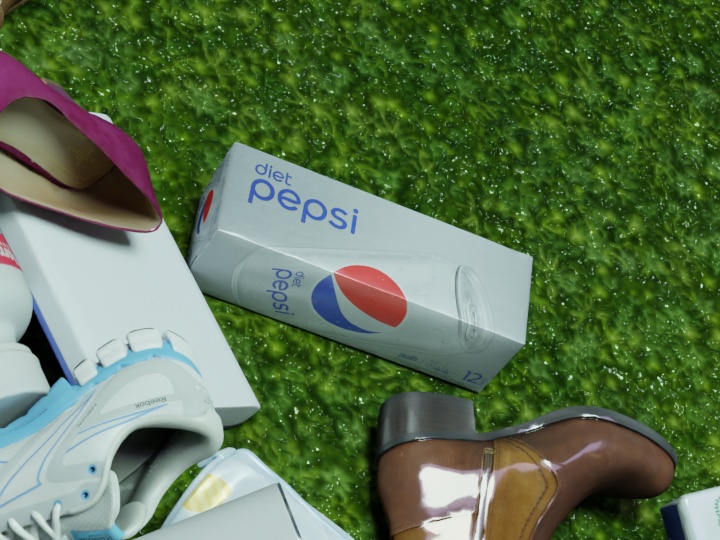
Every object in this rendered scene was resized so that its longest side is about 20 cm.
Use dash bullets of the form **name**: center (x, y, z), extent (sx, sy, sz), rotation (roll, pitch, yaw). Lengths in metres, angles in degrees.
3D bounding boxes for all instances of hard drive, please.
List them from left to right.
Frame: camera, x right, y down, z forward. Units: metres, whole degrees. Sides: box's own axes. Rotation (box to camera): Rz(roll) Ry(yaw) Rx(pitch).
- **hard drive**: center (-0.142, -0.003, 1.211), extent (0.132, 0.025, 0.201), rotation (3, 53, -58)

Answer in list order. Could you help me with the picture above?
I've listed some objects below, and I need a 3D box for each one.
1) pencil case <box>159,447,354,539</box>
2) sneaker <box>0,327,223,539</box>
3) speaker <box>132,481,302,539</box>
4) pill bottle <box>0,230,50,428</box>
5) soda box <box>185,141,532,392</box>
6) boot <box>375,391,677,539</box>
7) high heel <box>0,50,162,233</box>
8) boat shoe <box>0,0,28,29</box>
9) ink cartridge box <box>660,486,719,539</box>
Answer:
- **pencil case**: center (-0.014, 0.175, 1.128), extent (0.199, 0.091, 0.083), rotation (32, 27, 14)
- **sneaker**: center (-0.152, 0.113, 1.071), extent (0.200, 0.075, 0.087), rotation (-39, 40, -3)
- **speaker**: center (-0.117, 0.174, 1.050), extent (0.198, 0.081, 0.082), rotation (-21, 67, -5)
- **pill bottle**: center (-0.237, 0.000, 1.136), extent (0.110, 0.111, 0.201), rotation (-17, 68, -35)
- **soda box**: center (0.000, 0.000, 1.293), extent (0.199, 0.064, 0.069), rotation (21, 52, -14)
- **boot**: center (0.098, 0.172, 1.228), extent (0.187, 0.069, 0.202), rotation (12, 55, -21)
- **high heel**: center (-0.164, -0.058, 1.121), extent (0.096, 0.067, 0.200), rotation (45, 17, 10)
- **boat shoe**: center (-0.238, -0.135, 1.259), extent (0.199, 0.072, 0.068), rotation (-33, 81, -29)
- **ink cartridge box**: center (0.290, 0.207, 1.265), extent (0.198, 0.043, 0.198), rotation (-10, 79, -18)
